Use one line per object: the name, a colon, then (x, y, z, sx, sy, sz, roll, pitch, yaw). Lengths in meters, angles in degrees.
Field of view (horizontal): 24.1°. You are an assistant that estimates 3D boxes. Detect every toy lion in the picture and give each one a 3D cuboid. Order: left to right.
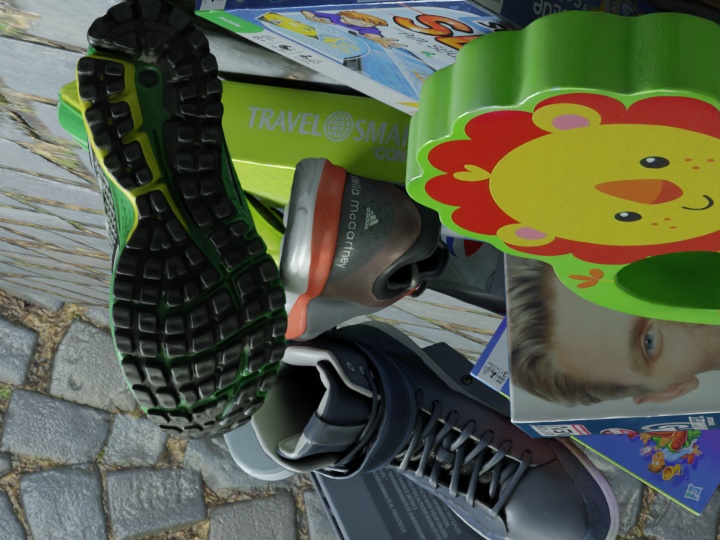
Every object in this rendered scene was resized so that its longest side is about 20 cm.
toy lion: (0.112, -0.028, 0.590, 0.191, 0.069, 0.200, 3, 159, 5)

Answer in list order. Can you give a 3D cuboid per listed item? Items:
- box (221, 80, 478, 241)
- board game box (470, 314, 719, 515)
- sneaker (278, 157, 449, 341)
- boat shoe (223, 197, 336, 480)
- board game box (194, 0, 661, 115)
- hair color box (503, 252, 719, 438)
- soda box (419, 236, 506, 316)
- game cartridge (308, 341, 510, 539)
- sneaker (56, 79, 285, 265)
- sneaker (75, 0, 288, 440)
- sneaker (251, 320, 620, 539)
box: (0.024, -0.051, 0.856, 0.199, 0.048, 0.122, 10, 172, 25)
board game box: (0.139, 0.080, 0.933, 0.134, 0.045, 0.200, 32, 179, 13)
sneaker: (0.000, 0.000, 0.827, 0.082, 0.077, 0.200, 8, 172, -3)
boat shoe: (-0.041, 0.041, 1.060, 0.071, 0.201, 0.091, -4, 158, 14)
board game box: (0.056, -0.079, 0.632, 0.135, 0.035, 0.200, 6, 170, 46)
hair color box: (0.165, 0.016, 0.729, 0.199, 0.100, 0.061, -5, 168, 14)
soda box: (0.124, 0.003, 1.002, 0.063, 0.068, 0.200, 10, 172, 46)
game cartridge: (0.045, 0.129, 1.015, 0.133, 0.200, 0.041, -21, 133, -7)
sneaker: (-0.098, -0.024, 0.934, 0.200, 0.084, 0.074, 44, -169, -16)
sneaker: (-0.081, -0.022, 0.769, 0.078, 0.201, 0.085, -8, -174, -8)
sneaker: (0.034, 0.098, 0.903, 0.202, 0.077, 0.146, 33, -168, 22)
